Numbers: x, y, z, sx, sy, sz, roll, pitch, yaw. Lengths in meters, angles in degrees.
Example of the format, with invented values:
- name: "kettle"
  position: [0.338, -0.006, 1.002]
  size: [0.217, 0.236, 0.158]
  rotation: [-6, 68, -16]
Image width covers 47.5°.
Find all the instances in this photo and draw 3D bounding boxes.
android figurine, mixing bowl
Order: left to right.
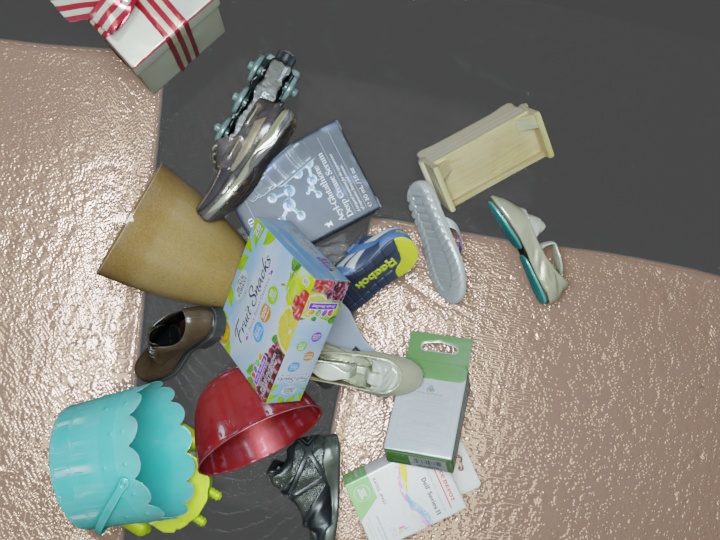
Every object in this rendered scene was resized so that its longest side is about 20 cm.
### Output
- name: "android figurine"
  position: [-0.312, 0.320, 1.261]
  size: [0.199, 0.041, 0.183]
  rotation: [29, 86, -1]
- name: "mixing bowl"
  position: [-0.169, 0.208, 1.215]
  size: [0.199, 0.200, 0.109]
  rotation: [-28, 69, -4]

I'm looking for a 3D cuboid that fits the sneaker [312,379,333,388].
- name: "sneaker"
  position: [-0.120, 0.115, 1.274]
  size: [0.091, 0.076, 0.200]
  rotation: [-44, 88, 8]

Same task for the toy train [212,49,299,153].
- name: "toy train"
  position: [-0.159, -0.241, 1.251]
  size: [0.085, 0.114, 0.201]
  rotation: [29, 88, -9]

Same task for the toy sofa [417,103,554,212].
- name: "toy sofa"
  position: [0.196, -0.182, 1.301]
  size: [0.199, 0.098, 0.083]
  rotation: [-29, 115, -5]

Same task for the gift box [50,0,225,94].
- name: "gift box"
  position: [-0.330, -0.394, 1.206]
  size: [0.200, 0.187, 0.185]
  rotation: [43, 86, -3]

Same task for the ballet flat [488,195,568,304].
- name: "ballet flat"
  position: [0.271, -0.042, 1.289]
  size: [0.069, 0.069, 0.201]
  rotation: [-31, 105, -4]

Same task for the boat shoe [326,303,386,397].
- name: "boat shoe"
  position: [-0.024, 0.120, 1.273]
  size: [0.073, 0.065, 0.200]
  rotation: [-39, 96, -19]

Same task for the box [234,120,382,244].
- name: "box"
  position: [-0.091, -0.113, 1.256]
  size: [0.199, 0.107, 0.149]
  rotation: [-28, 91, -4]

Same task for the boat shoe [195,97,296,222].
- name: "boat shoe"
  position: [-0.173, -0.159, 1.167]
  size: [0.073, 0.075, 0.200]
  rotation: [36, 82, 6]

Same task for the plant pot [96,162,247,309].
- name: "plant pot"
  position: [-0.258, -0.028, 1.222]
  size: [0.200, 0.186, 0.187]
  rotation: [31, 86, -18]

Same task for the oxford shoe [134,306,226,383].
- name: "oxford shoe"
  position: [-0.290, 0.106, 1.213]
  size: [0.200, 0.084, 0.073]
  rotation: [-40, 56, 33]

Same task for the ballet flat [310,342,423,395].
- name: "ballet flat"
  position: [-0.003, 0.150, 1.204]
  size: [0.199, 0.069, 0.070]
  rotation: [10, 88, -3]

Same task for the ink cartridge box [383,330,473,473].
- name: "ink cartridge box"
  position: [0.109, 0.199, 1.257]
  size: [0.103, 0.059, 0.201]
  rotation: [7, 59, 15]

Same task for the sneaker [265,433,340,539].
- name: "sneaker"
  position: [-0.087, 0.355, 1.263]
  size: [0.114, 0.076, 0.201]
  rotation: [-1, 86, -2]

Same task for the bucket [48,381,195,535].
- name: "bucket"
  position: [-0.331, 0.264, 1.150]
  size: [0.134, 0.207, 0.208]
  rotation: [-13, 90, 7]

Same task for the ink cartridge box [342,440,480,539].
- name: "ink cartridge box"
  position: [0.086, 0.336, 1.278]
  size: [0.199, 0.067, 0.118]
  rotation: [-25, 90, -4]

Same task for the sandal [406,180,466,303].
- name: "sandal"
  position: [0.134, -0.049, 1.293]
  size: [0.050, 0.082, 0.204]
  rotation: [-18, 91, -30]

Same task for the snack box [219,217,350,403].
- name: "snack box"
  position: [-0.115, 0.054, 1.138]
  size: [0.067, 0.169, 0.201]
  rotation: [5, 119, -41]

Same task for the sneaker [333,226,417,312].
- name: "sneaker"
  position: [0.000, 0.000, 1.283]
  size: [0.199, 0.082, 0.074]
  rotation: [-30, 119, 13]
